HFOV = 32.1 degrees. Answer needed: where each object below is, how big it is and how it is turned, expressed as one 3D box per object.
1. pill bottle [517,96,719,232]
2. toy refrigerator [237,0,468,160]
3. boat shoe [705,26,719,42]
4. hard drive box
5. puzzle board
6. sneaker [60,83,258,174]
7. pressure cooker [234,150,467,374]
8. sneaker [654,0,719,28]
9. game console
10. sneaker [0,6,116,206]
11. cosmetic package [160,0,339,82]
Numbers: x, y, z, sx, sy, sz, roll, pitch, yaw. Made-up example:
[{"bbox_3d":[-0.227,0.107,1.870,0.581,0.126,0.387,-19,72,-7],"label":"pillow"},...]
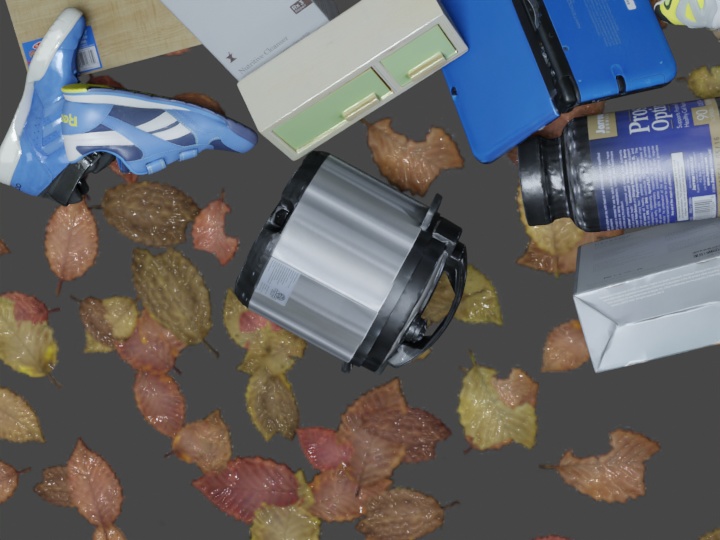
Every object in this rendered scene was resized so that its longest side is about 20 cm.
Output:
[{"bbox_3d":[0.252,-0.095,1.173,0.200,0.112,0.112,-7,101,12],"label":"pill bottle"},{"bbox_3d":[-0.006,-0.188,1.168,0.200,0.076,0.070,-31,63,11],"label":"toy refrigerator"},{"bbox_3d":[0.351,-0.236,1.147,0.072,0.076,0.200,1,94,15],"label":"boat shoe"},{"bbox_3d":[0.281,0.013,1.147,0.156,0.200,0.077,-15,100,15],"label":"hard drive box"},{"bbox_3d":[-0.268,-0.283,1.282,0.200,0.017,0.151,-12,101,14],"label":"puzzle board"},{"bbox_3d":[-0.202,-0.133,1.245,0.200,0.074,0.082,8,97,-19],"label":"sneaker"},{"bbox_3d":[-0.001,0.002,1.208,0.200,0.176,0.179,28,73,1],"label":"pressure cooker"},{"bbox_3d":[0.281,-0.307,1.076,0.076,0.075,0.200,-2,99,30],"label":"sneaker"},{"bbox_3d":[0.170,-0.223,1.172,0.171,0.118,0.200,-14,73,-15],"label":"game console"},{"bbox_3d":[-0.291,-0.160,1.277,0.111,0.077,0.200,24,106,-9],"label":"sneaker"},{"bbox_3d":[-0.116,-0.267,1.173,0.113,0.081,0.200,-35,131,17],"label":"cosmetic package"}]
